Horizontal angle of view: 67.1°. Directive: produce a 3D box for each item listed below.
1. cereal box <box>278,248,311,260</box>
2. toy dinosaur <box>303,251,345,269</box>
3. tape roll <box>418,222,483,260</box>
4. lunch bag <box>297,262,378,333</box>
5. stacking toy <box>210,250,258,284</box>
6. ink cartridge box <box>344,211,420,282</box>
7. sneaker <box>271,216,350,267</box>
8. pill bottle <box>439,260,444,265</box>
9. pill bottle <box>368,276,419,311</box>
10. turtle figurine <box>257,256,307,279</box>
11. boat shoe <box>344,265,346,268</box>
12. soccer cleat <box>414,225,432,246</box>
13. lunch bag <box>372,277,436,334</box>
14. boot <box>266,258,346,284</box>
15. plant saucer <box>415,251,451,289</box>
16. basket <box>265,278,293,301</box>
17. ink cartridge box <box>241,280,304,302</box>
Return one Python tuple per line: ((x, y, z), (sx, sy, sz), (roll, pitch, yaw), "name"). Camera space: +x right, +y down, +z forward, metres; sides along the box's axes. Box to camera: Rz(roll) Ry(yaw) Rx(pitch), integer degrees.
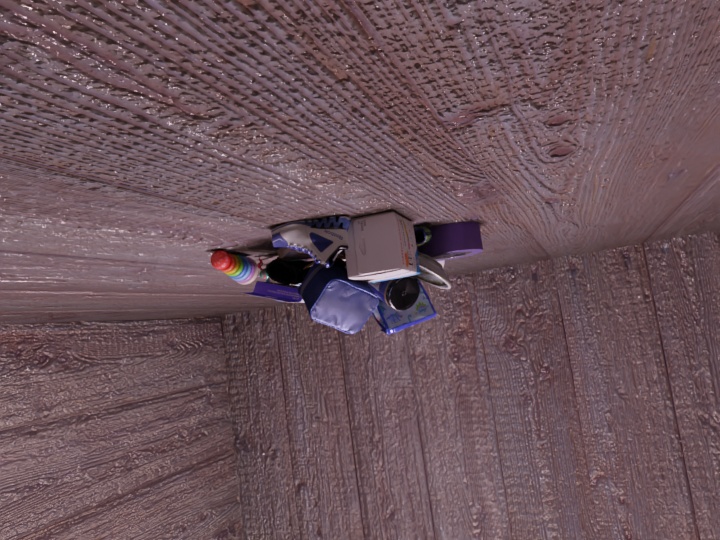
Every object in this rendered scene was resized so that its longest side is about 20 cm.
((-0.147, -0.065, 1.545), (0.142, 0.040, 0.200), (-5, 173, -19), "cereal box")
((-0.078, -0.058, 1.443), (0.105, 0.061, 0.201), (23, 142, -1), "toy dinosaur")
((0.276, -0.086, 1.689), (0.197, 0.086, 0.200), (-7, 173, -1), "tape roll")
((-0.056, 0.065, 1.437), (0.199, 0.136, 0.133), (28, -164, -36), "lunch bag")
((-0.375, -0.014, 1.578), (0.084, 0.086, 0.200), (-9, 168, 12), "stacking toy")
((0.056, -0.055, 1.404), (0.143, 0.149, 0.200), (-10, 174, 19), "ink cartridge box")
((-0.114, -0.059, 1.304), (0.197, 0.117, 0.081), (-9, 173, 7), "sneaker")
((0.173, -0.042, 1.821), (0.198, 0.114, 0.112), (-6, 173, -14), "pill bottle")
((0.081, 0.031, 1.622), (0.111, 0.113, 0.200), (-4, -157, -28), "pill bottle")
((-0.250, 0.007, 1.727), (0.198, 0.150, 0.101), (-18, 138, -24), "turtle figurine")
((0.000, 0.000, 1.549), (0.199, 0.073, 0.063), (-30, 171, 6), "boat shoe")
((0.109, -0.085, 1.572), (0.198, 0.065, 0.084), (-15, 177, 19), "soccer cleat")
((0.124, 0.109, 1.708), (0.168, 0.128, 0.200), (-20, -144, -10), "lunch bag")
((-0.152, 0.002, 1.589), (0.209, 0.080, 0.158), (-7, 173, 15), "boot")
((0.188, -0.011, 1.619), (0.199, 0.051, 0.200), (27, 171, 4), "plant saucer")
((-0.266, 0.047, 1.933), (0.175, 0.141, 0.200), (-5, 163, -35), "basket")
((-0.202, 0.064, 1.551), (0.196, 0.044, 0.199), (7, -179, 36), "ink cartridge box")
